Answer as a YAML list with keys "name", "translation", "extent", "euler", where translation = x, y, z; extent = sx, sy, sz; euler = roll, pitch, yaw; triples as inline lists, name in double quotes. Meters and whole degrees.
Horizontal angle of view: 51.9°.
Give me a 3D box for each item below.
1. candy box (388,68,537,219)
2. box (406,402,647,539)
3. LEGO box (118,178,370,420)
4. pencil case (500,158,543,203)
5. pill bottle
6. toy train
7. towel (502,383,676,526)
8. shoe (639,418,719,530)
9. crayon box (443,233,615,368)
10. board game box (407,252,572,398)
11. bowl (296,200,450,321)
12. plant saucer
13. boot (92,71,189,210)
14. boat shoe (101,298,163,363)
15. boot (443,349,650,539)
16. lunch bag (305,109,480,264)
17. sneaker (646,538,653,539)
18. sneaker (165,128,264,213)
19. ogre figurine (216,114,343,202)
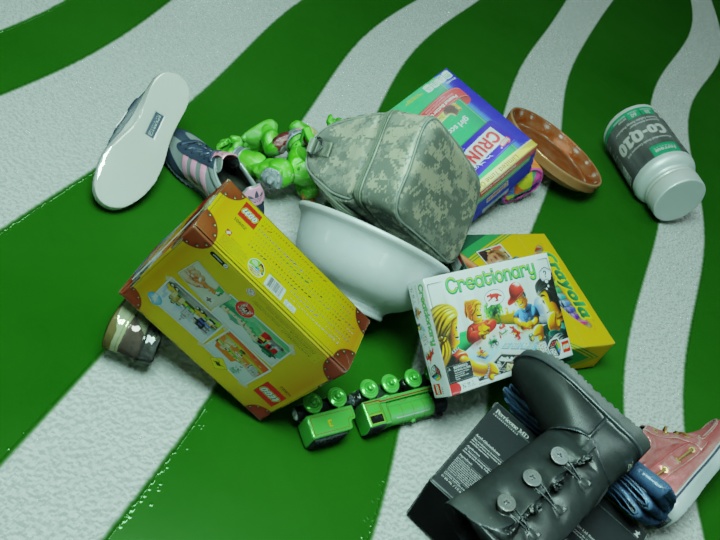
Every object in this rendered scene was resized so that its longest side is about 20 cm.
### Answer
- name: "candy box"
  translation: [0.135, -0.182, 1.115]
  extent: [0.168, 0.077, 0.200]
  euler: [-38, 68, -15]
- name: "box"
  translation: [0.168, 0.257, 0.750]
  extent: [0.199, 0.080, 0.141]
  euler: [41, 47, 17]
- name: "LEGO box"
  translation: [-0.113, 0.037, 0.729]
  extent: [0.200, 0.148, 0.078]
  euler: [45, 40, -16]
- name: "pencil case"
  translation: [0.213, -0.202, 1.211]
  extent: [0.087, 0.089, 0.202]
  euler: [-11, 55, -32]
- name: "pill bottle"
  translation: [0.525, -0.193, 1.324]
  extent: [0.111, 0.114, 0.202]
  euler: [4, 46, -21]
- name: "toy train"
  translation: [0.018, 0.150, 0.813]
  extent: [0.197, 0.042, 0.057]
  euler: [-8, 62, -31]
- name: "towel"
  translation: [0.247, 0.198, 0.811]
  extent: [0.199, 0.049, 0.112]
  euler: [38, -2, 38]
- name: "shoe"
  translation: [0.378, 0.215, 0.891]
  extent: [0.199, 0.072, 0.091]
  euler: [-30, 70, -36]
- name: "crayon box"
  translation: [0.218, 0.040, 0.996]
  extent: [0.169, 0.059, 0.202]
  euler: [-3, 50, -27]
- name: "board game box"
  translation: [0.152, 0.058, 0.846]
  extent: [0.197, 0.034, 0.129]
  euler: [-11, 85, -34]
- name: "bowl"
  translation: [0.000, 0.000, 0.882]
  extent: [0.198, 0.092, 0.201]
  euler: [25, -2, 1]
- name: "plant saucer"
  translation: [0.329, -0.204, 1.275]
  extent: [0.198, 0.032, 0.202]
  euler: [27, 32, -19]
- name: "boot"
  translation: [-0.289, -0.159, 0.955]
  extent: [0.072, 0.090, 0.202]
  euler: [37, 64, -26]
- name: "boat shoe"
  translation: [-0.205, 0.024, 0.813]
  extent: [0.065, 0.072, 0.202]
  euler: [33, 43, -5]
- name: "boot"
  translation: [0.155, 0.181, 0.714]
  extent: [0.199, 0.066, 0.164]
  euler: [-34, 49, -24]
- name: "lunch bag"
  translation: [0.040, -0.106, 0.937]
  extent: [0.166, 0.142, 0.199]
  euler: [18, -9, 35]
- name: "sneaker"
  translation: [0.376, 0.331, 0.770]
  extent: [0.198, 0.083, 0.072]
  euler: [29, 42, 4]
- name: "sneaker"
  translation: [-0.188, -0.136, 0.960]
  extent: [0.200, 0.083, 0.070]
  euler: [44, 47, 20]
- name: "ogre figurine"
  translation: [-0.088, -0.161, 1.023]
  extent: [0.197, 0.099, 0.120]
  euler: [4, 34, -37]
